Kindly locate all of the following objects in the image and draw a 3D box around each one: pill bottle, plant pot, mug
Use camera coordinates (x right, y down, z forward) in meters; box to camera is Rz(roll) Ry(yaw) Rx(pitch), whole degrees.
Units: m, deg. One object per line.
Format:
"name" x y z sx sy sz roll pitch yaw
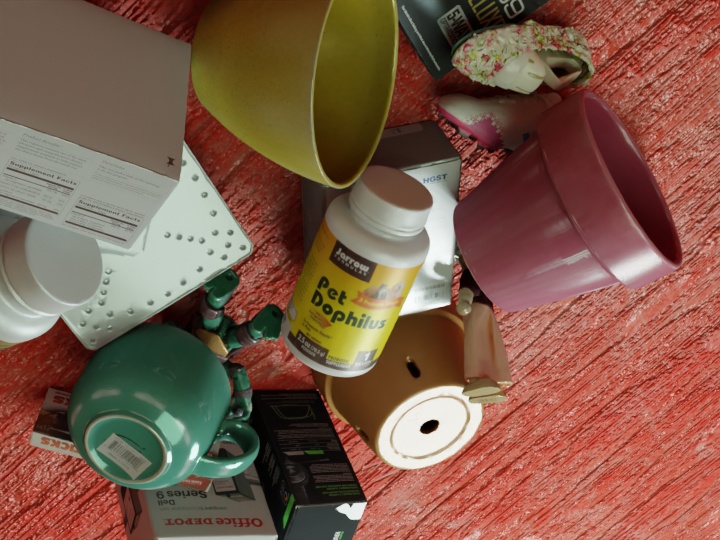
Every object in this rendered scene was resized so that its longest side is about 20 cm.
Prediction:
"pill bottle" -0.335 0.015 1.073 0.199 0.115 0.114 -18 141 31
"plant pot" -0.066 -0.185 1.048 0.141 0.201 0.201 12 134 19
"plant pot" 0.201 -0.053 1.195 0.178 0.201 0.200 -30 137 26
"mug" -0.204 0.147 1.196 0.183 0.115 0.153 1 121 12
"pill bottle" 0.000 0.000 1.169 0.108 0.110 0.201 5 125 -28
"plant pot" 0.057 0.139 1.397 0.198 0.140 0.201 -13 133 -15

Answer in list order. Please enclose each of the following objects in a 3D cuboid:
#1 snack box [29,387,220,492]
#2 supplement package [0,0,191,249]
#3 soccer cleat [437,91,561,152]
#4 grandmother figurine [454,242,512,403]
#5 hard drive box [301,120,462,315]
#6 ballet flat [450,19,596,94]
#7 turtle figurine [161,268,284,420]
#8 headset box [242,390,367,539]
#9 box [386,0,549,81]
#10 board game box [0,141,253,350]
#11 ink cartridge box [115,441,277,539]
"snack box" -0.254 0.185 1.287 0.198 0.072 0.024 17 123 -9
"supplement package" -0.255 -0.136 0.974 0.199 0.157 0.111 19 141 -27
"soccer cleat" 0.163 -0.163 1.250 0.199 0.070 0.087 19 110 -42
"grandmother figurine" 0.135 0.046 1.331 0.060 0.202 0.121 -5 160 7
"hard drive box" 0.021 -0.045 1.268 0.154 0.077 0.201 -12 132 -16
"ballet flat" 0.172 -0.207 1.165 0.199 0.064 0.076 -15 156 -44
"turtle figurine" -0.167 0.085 1.274 0.149 0.101 0.200 26 133 -18
"headset box" -0.082 0.274 1.402 0.092 0.201 0.175 2 128 -26
"box" 0.086 -0.299 1.104 0.157 0.050 0.200 -34 134 5
"board game box" -0.237 -0.047 1.149 0.199 0.026 0.201 -31 119 2
"ink cartridge box" -0.191 0.252 1.331 0.145 0.201 0.085 5 126 -28
